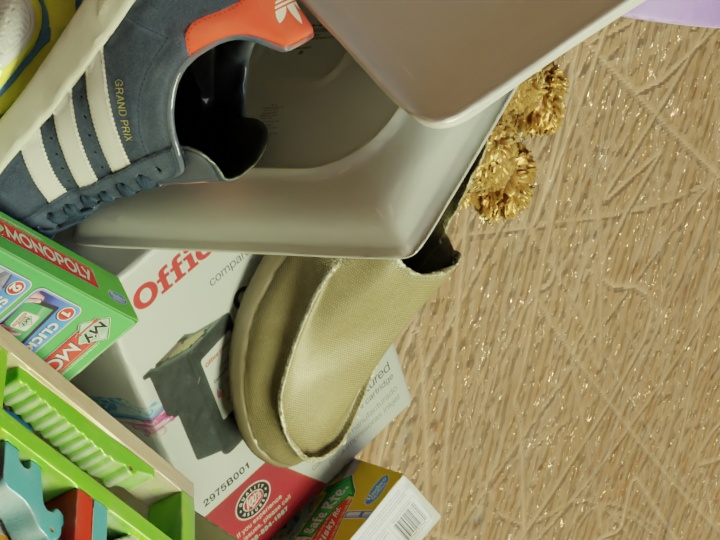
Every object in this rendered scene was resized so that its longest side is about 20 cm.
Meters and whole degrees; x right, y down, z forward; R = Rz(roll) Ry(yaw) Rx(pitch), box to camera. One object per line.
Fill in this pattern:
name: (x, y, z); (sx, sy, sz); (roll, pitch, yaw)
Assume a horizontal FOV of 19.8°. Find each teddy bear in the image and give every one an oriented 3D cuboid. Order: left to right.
teddy bear: (0.056, -0.097, 1.070); (0.145, 0.067, 0.200); (-52, 141, -18)

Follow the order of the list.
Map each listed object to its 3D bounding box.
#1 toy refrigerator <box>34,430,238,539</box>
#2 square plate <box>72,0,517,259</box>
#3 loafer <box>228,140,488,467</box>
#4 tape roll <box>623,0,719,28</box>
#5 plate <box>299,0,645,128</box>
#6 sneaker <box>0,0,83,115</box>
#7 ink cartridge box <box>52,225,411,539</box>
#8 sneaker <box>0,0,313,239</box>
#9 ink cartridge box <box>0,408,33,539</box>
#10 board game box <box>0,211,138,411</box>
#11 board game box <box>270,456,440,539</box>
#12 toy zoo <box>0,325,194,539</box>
toy refrigerator: (-0.102, 0.132, 0.910); (0.070, 0.200, 0.076); (-45, 139, -22)
square plate: (-0.013, -0.089, 0.866); (0.028, 0.199, 0.199); (53, 55, -35)
loafer: (0.000, 0.000, 0.927); (0.076, 0.067, 0.201); (5, 105, -51)
tape roll: (0.112, -0.182, 0.981); (0.199, 0.200, 0.085); (-7, 116, -46)
plate: (0.053, -0.151, 0.826); (0.200, 0.200, 0.032); (-32, 143, -15)
sneaker: (-0.126, -0.103, 0.855); (0.201, 0.076, 0.105); (-59, 142, -7)
ink cartridge box: (-0.070, 0.025, 0.982); (0.146, 0.083, 0.201); (-42, 137, -25)
sneaker: (-0.090, -0.049, 0.815); (0.200, 0.084, 0.075); (-51, 173, 36)
ink cartridge box: (-0.169, 0.139, 0.748); (0.068, 0.201, 0.115); (-28, 148, 25)
board game box: (-0.204, 0.051, 0.821); (0.200, 0.029, 0.134); (-40, 144, 13)
board game box: (-0.065, 0.175, 1.029); (0.200, 0.134, 0.034); (-49, 116, -18)
toy zoo: (-0.108, 0.131, 0.769); (0.020, 0.201, 0.131); (-27, 132, 22)
